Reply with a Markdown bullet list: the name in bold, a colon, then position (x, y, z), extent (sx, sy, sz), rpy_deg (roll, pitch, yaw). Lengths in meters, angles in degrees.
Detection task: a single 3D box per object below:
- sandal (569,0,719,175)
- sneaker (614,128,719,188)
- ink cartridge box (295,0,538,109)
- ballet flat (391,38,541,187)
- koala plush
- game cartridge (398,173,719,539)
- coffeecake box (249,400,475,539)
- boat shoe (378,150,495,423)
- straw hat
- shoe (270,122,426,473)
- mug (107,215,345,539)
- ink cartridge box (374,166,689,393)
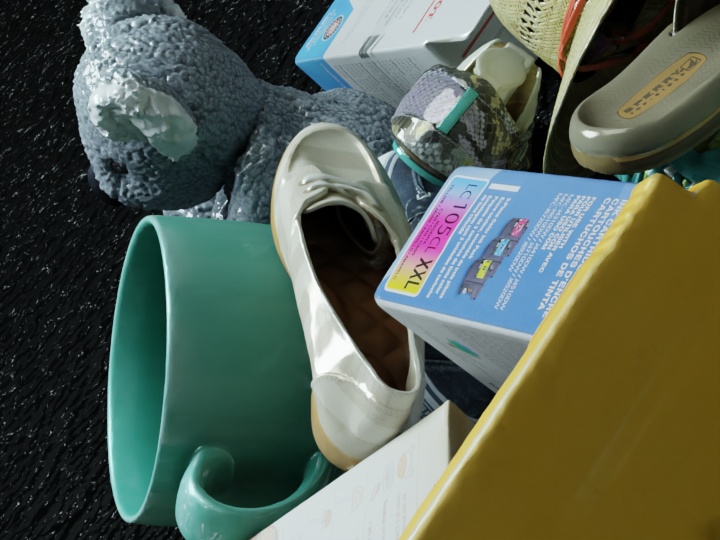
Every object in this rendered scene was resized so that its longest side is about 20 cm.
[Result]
- **sandal**: position (0.160, -0.117, 0.901), extent (0.200, 0.054, 0.080), rpy_deg (-39, 26, -14)
- **sneaker**: position (0.149, -0.031, 0.920), extent (0.200, 0.079, 0.078), rpy_deg (-123, 50, -70)
- **ink cartridge box**: position (0.058, -0.152, 1.275), extent (0.116, 0.067, 0.199), rpy_deg (-56, 25, -16)
- **ballet flat**: position (0.065, -0.084, 1.105), extent (0.072, 0.072, 0.200), rpy_deg (-42, -1, 13)
- **koala plush**: position (-0.084, -0.073, 1.235), extent (0.183, 0.200, 0.178), rpy_deg (-39, 26, 18)
- **game cartridge**: position (0.117, 0.091, 0.716), extent (0.201, 0.176, 0.032), rpy_deg (-54, 3, -14)
- **coffeecake box**: position (-0.013, 0.174, 0.918), extent (0.199, 0.073, 0.154), rpy_deg (-36, 27, 24)
- **boat shoe**: position (0.058, -0.008, 1.077), extent (0.091, 0.071, 0.201), rpy_deg (-37, 35, 22)
- **straw hat**: position (0.107, -0.138, 1.025), extent (0.201, 0.085, 0.201), rpy_deg (-50, -17, -21)
- **shoe**: position (0.000, 0.000, 1.004), extent (0.054, 0.069, 0.201), rpy_deg (107, 159, -48)
- **mug**: position (-0.057, 0.067, 1.076), extent (0.152, 0.113, 0.187), rpy_deg (130, 141, -62)
- **ink cartridge box**: position (0.115, 0.029, 0.842), extent (0.077, 0.136, 0.200), rpy_deg (-58, 26, -8)
